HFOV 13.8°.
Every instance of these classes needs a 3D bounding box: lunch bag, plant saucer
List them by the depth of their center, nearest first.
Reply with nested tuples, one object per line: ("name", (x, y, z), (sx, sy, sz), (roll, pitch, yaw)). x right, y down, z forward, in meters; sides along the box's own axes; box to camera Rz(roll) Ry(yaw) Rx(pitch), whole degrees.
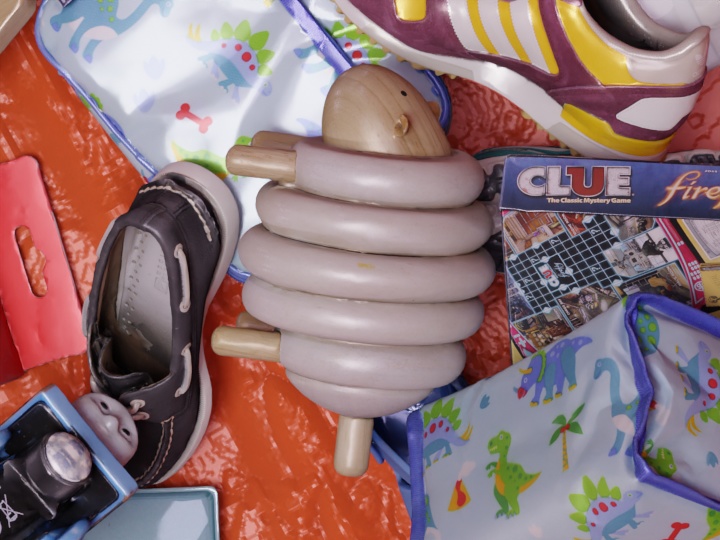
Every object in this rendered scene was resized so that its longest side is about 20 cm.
("lunch bag", (0.148, 0.109, 1.452), (0.170, 0.199, 0.128), (-31, 46, 42))
("lunch bag", (-0.056, -0.108, 1.534), (0.161, 0.082, 0.200), (-38, 90, 6))
("plant saucer", (-0.171, 0.153, 1.599), (0.199, 0.019, 0.070), (-2, 94, 7))

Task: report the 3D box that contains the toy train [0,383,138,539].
("toy train", (-0.187, 0.128, 1.506), (0.087, 0.114, 0.200), (48, 126, -1))

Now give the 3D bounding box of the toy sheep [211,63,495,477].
("toy sheep", (0.000, 0.000, 1.446), (0.137, 0.138, 0.201), (6, 103, 7))

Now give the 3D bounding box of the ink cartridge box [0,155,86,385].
("ink cartridge box", (-0.255, 0.020, 1.574), (0.199, 0.067, 0.117), (-17, 91, 10))

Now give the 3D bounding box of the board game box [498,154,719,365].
("board game box", (0.140, 0.018, 1.468), (0.135, 0.200, 0.035), (3, 55, 7))

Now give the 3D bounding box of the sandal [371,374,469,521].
("sandal", (0.046, 0.105, 1.533), (0.079, 0.087, 0.200), (-36, 91, 7))

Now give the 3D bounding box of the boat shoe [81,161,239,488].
("boat shoe", (-0.111, 0.039, 1.521), (0.074, 0.060, 0.201), (31, 129, 15))

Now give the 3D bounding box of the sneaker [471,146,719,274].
("sneaker", (0.142, -0.036, 1.512), (0.199, 0.080, 0.078), (8, 108, 2))

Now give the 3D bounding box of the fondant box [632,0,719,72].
("fondant box", (0.205, -0.203, 1.480), (0.199, 0.058, 0.145), (-30, 101, 1))

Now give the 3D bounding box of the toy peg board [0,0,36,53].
("toy peg board", (-0.308, -0.131, 1.508), (0.199, 0.098, 0.200), (44, 97, 19))

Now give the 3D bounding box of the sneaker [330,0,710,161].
("sneaker", (0.078, -0.132, 1.456), (0.199, 0.075, 0.090), (29, 127, 7))
